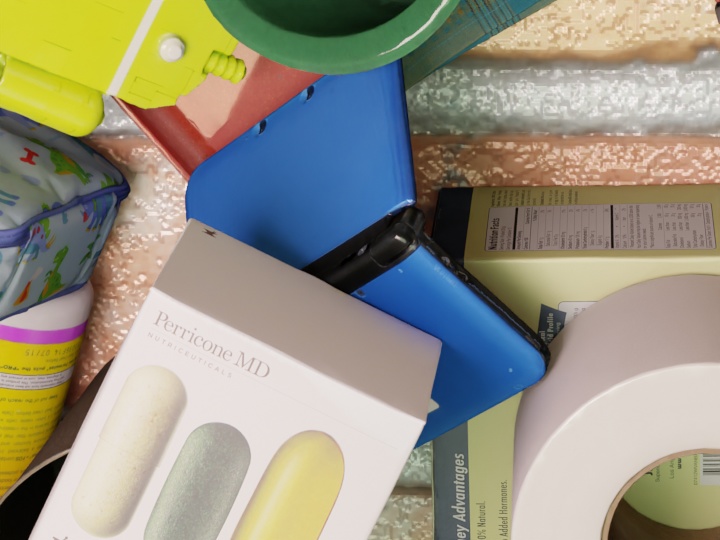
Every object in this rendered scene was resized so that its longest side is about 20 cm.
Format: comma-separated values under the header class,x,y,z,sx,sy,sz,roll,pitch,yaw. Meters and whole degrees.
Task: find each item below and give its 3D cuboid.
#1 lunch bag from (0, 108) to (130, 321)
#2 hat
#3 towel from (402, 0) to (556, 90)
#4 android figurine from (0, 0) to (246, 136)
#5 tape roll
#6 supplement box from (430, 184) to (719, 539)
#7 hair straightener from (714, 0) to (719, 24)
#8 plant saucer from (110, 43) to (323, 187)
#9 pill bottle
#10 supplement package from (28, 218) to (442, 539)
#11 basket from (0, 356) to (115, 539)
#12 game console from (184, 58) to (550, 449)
class,x,y,z,sx,sy,sz,roll,pitch,yaw
lunch bag,-0.232,-0.046,1.552,0.160,0.200,0.083,31,109,13
hat,0.028,-0.182,1.524,0.199,0.176,0.167,15,95,23
towel,0.021,-0.212,1.540,0.146,0.022,0.201,-30,98,-11
android figurine,-0.135,-0.161,1.517,0.199,0.041,0.183,23,104,-31
tape roll,0.178,0.118,1.465,0.201,0.139,0.204,1,108,3
supplement box,0.141,0.064,1.595,0.198,0.134,0.201,0,108,5
hair straightener,0.212,-0.208,1.544,0.076,0.041,0.201,-19,106,11
plant saucer,-0.068,-0.165,1.589,0.200,0.037,0.200,-39,101,15
pill bottle,-0.230,0.085,1.653,0.104,0.104,0.201,17,109,-1
supplement package,-0.071,0.108,1.411,0.151,0.151,0.201,26,105,-2
basket,-0.124,0.126,1.606,0.180,0.200,0.136,-30,103,13
game console,0.000,0.000,1.534,0.171,0.119,0.200,41,138,-17
